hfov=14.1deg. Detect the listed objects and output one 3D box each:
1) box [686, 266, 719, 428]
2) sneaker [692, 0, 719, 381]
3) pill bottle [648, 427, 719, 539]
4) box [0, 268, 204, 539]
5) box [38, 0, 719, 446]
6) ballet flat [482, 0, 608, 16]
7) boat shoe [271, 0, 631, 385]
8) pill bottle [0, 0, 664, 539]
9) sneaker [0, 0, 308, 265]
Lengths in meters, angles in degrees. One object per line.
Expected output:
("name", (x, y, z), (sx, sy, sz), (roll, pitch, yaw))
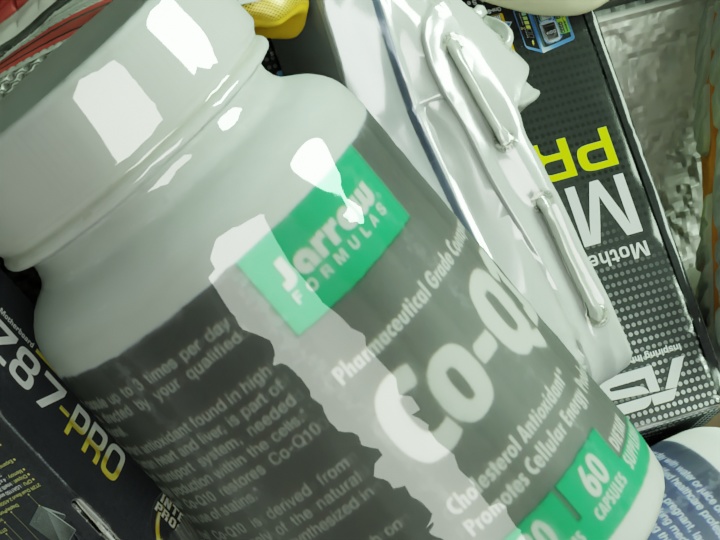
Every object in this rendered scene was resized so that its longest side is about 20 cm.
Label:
("box", (0.071, 0.091, 1.007), (0.199, 0.078, 0.095), (-33, 108, -13))
("sneaker", (0.154, -0.051, 0.984), (0.077, 0.078, 0.201), (4, 66, -1))
("pill bottle", (0.092, 0.118, 0.916), (0.199, 0.111, 0.112), (-26, 107, -15))
("box", (-0.156, 0.075, 0.868), (0.199, 0.049, 0.161), (-28, 112, 33))
("box", (0.000, 0.000, 0.940), (0.199, 0.044, 0.161), (-15, 76, -13))
("ballet flat", (0.005, -0.149, 0.920), (0.199, 0.069, 0.070), (32, 86, -4))
("boat shoe", (0.023, -0.049, 0.904), (0.065, 0.074, 0.201), (-21, 89, -16))
("pill bottle", (-0.018, 0.019, 0.804), (0.113, 0.113, 0.200), (-43, 102, -9))
("sneaker", (-0.096, -0.036, 0.869), (0.082, 0.078, 0.200), (43, 97, 10))
